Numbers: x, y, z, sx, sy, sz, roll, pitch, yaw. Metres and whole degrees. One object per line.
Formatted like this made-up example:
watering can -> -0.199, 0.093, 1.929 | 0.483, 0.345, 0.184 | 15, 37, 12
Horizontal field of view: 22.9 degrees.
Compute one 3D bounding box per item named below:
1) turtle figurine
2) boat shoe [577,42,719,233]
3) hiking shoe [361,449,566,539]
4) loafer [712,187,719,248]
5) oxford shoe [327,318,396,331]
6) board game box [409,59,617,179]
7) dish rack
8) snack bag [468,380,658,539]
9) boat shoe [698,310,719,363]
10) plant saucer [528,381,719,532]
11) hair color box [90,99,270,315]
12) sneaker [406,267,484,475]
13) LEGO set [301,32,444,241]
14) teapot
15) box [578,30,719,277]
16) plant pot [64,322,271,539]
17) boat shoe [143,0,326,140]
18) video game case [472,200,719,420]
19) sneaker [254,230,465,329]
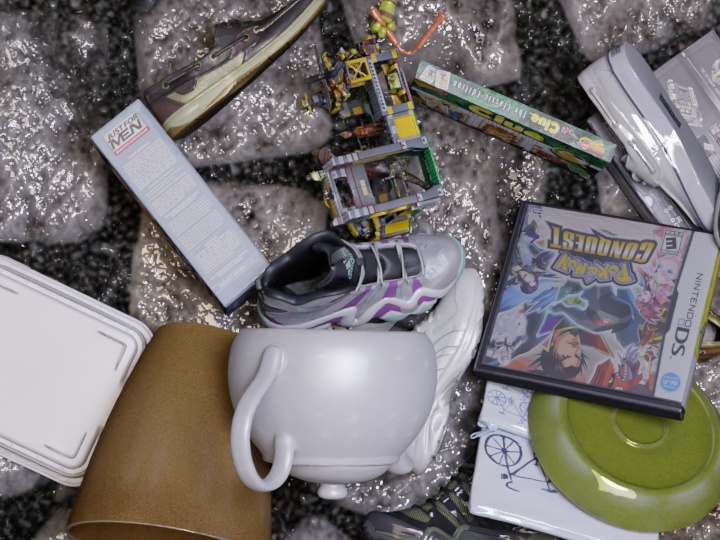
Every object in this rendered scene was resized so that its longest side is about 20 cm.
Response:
turtle figurine -> 0.027, -0.319, 1.724 | 0.160, 0.064, 0.202 | 19, 91, 6
boat shoe -> 0.274, -0.114, 1.667 | 0.065, 0.072, 0.201 | -30, 102, 27
hiking shoe -> 0.097, 0.220, 1.670 | 0.198, 0.076, 0.102 | 1, 75, -13
loafer -> 0.395, -0.097, 1.653 | 0.072, 0.063, 0.200 | 45, 62, -19
oxford shoe -> -0.028, 0.063, 1.680 | 0.200, 0.058, 0.075 | -40, 89, -6
board game box -> 0.141, -0.142, 1.690 | 0.199, 0.105, 0.024 | 24, 81, 0
dish rack -> -0.307, 0.092, 1.666 | 0.199, 0.044, 0.173 | 25, 82, -1
snack bag -> 0.195, 0.167, 1.651 | 0.187, 0.021, 0.201 | 16, 50, -1
boat shoe -> 0.258, 0.035, 1.695 | 0.198, 0.068, 0.073 | 13, 83, -2
plant saucer -> 0.255, 0.147, 1.650 | 0.198, 0.031, 0.201 | 8, 50, -10
hair color box -> -0.165, -0.057, 1.663 | 0.060, 0.099, 0.200 | -38, 87, -6
sneaker -> 0.054, 0.084, 1.675 | 0.099, 0.078, 0.201 | 20, 82, 2
LEGO set -> -0.015, -0.111, 1.653 | 0.115, 0.154, 0.202 | -14, 92, -22
teapot -> -0.027, 0.124, 1.537 | 0.198, 0.197, 0.147 | 3, 87, -13
box -> 0.333, -0.107, 1.726 | 0.158, 0.048, 0.201 | -36, 87, -7
plant pot -> -0.157, 0.156, 1.612 | 0.185, 0.187, 0.202 | 10, 70, -2
boat shoe -> -0.121, -0.209, 1.697 | 0.200, 0.073, 0.065 | -41, 93, -7
video game case -> 0.223, 0.034, 1.653 | 0.198, 0.026, 0.182 | 11, 68, 19
sneaker -> 0.000, 0.000, 1.593 | 0.199, 0.140, 0.078 | -20, 71, -3
